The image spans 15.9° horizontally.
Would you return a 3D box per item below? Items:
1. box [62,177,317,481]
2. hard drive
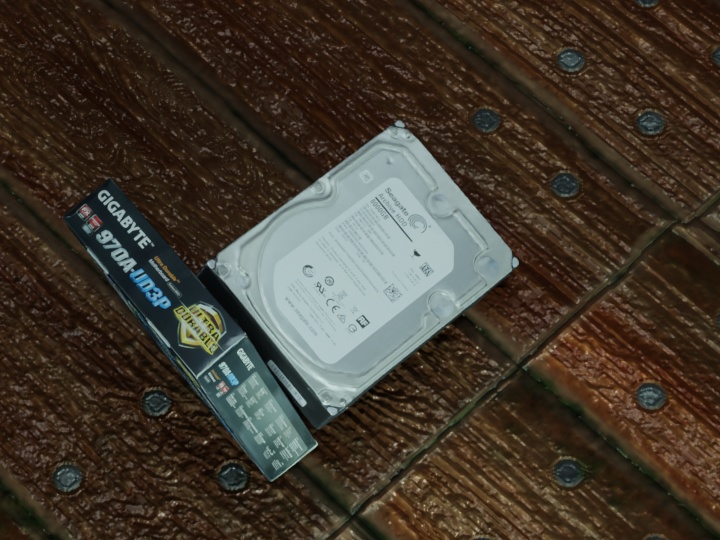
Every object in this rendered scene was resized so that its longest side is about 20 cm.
[{"bbox_3d":[-0.114,0.043,1.747,0.046,0.200,0.159,-39,62,-6],"label":"box"},{"bbox_3d":[0.000,0.000,1.807,0.200,0.038,0.140,-37,85,-31],"label":"hard drive"}]
